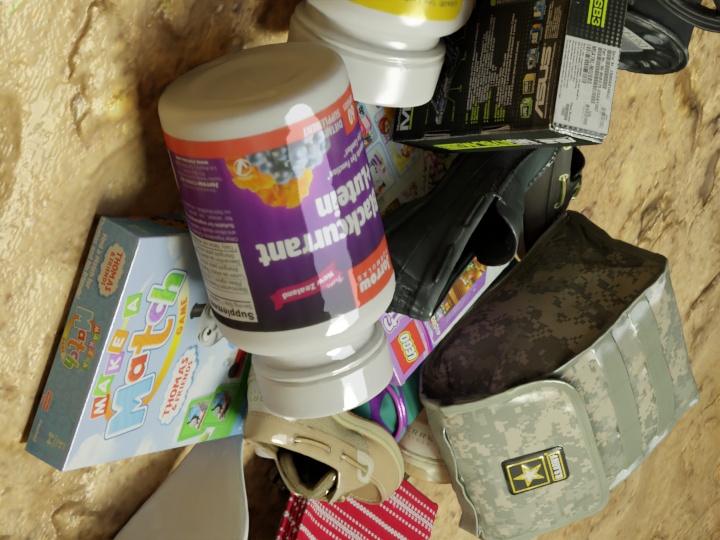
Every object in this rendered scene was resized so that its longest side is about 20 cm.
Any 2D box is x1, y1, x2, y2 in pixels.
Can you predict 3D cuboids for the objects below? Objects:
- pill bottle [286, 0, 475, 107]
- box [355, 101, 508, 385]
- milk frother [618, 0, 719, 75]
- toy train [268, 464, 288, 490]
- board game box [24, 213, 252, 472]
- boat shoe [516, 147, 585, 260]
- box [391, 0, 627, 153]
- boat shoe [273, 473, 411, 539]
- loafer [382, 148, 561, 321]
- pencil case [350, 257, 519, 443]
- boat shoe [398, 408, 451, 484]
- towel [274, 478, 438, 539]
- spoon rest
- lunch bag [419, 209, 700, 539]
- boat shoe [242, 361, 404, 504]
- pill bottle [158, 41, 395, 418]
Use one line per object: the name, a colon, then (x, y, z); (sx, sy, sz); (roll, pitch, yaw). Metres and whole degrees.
pill bottle: (0.023, -0.206, 1.229); (0.114, 0.114, 0.201); (-20, 131, -55)
box: (0.017, -0.046, 1.363); (0.137, 0.039, 0.201); (-46, 126, -35)
milk frother: (0.224, -0.250, 1.439); (0.180, 0.199, 0.190); (36, 71, -55)
toy train: (-0.002, 0.098, 1.565); (0.200, 0.034, 0.046); (-46, 160, -32)
board game box: (-0.113, 0.038, 1.296); (0.199, 0.036, 0.152); (-6, 119, -59)
boat shoe: (0.130, -0.075, 1.492); (0.202, 0.060, 0.072); (76, 7, -57)
box: (0.094, -0.174, 1.263); (0.047, 0.193, 0.202); (10, 86, -25)
boat shoe: (0.007, 0.159, 1.600); (0.200, 0.065, 0.072); (-49, 151, -27)
loafer: (0.074, -0.031, 1.335); (0.200, 0.070, 0.068); (-41, 156, -38)
pencil case: (0.040, 0.043, 1.510); (0.200, 0.085, 0.093); (-47, 173, -43)
boat shoe: (0.100, 0.112, 1.589); (0.199, 0.073, 0.070); (-8, 119, -54)
towel: (-0.011, 0.221, 1.489); (0.145, 0.022, 0.201); (43, 52, -36)
spoon rest: (-0.101, 0.154, 1.386); (0.200, 0.099, 0.061); (-54, 135, -51)
lunch bag: (0.135, 0.088, 1.485); (0.200, 0.117, 0.165); (-43, 138, -20)
boat shoe: (-0.030, 0.122, 1.399); (0.200, 0.071, 0.065); (48, 52, -54)
pill bottle: (-0.041, -0.020, 1.218); (0.111, 0.111, 0.201); (-37, 123, -41)
